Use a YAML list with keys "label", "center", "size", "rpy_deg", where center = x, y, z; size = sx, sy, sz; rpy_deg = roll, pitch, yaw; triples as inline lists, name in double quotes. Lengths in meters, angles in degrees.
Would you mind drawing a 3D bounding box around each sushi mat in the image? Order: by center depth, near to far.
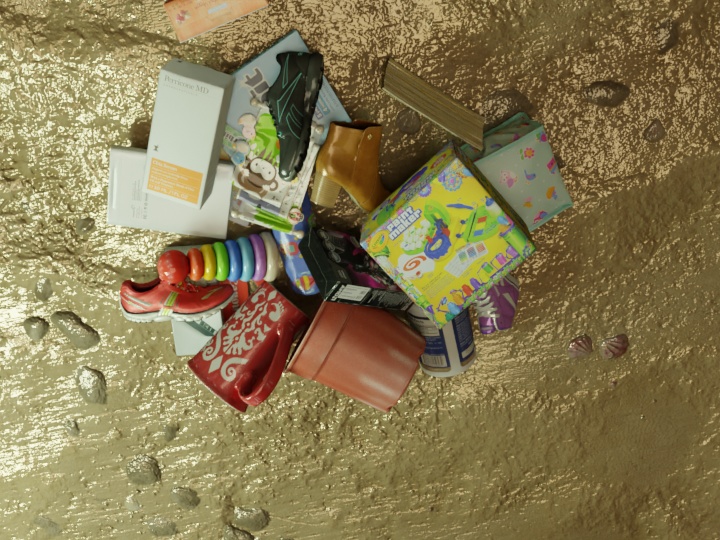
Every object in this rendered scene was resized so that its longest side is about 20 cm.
- label: "sushi mat"
  center: [0.119, -0.269, 1.311]
  size: [0.198, 0.097, 0.012]
  rpy_deg: [28, 134, -18]

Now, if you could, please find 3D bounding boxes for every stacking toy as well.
- label: "stacking toy"
  center: [-0.241, -0.013, 1.366]
  size: [0.197, 0.085, 0.087]
  rpy_deg: [-8, 118, -21]

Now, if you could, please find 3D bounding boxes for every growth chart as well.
- label: "growth chart"
  center: [-0.138, -0.162, 1.296]
  size: [0.142, 0.018, 0.203]
  rpy_deg: [11, 104, -15]

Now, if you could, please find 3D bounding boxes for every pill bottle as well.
- label: "pill bottle"
  center: [0.141, 0.081, 1.471]
  size: [0.109, 0.111, 0.203]
  rpy_deg: [-14, 116, 1]

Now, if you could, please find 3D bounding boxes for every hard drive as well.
- label: "hard drive"
  center: [-0.314, -0.128, 1.344]
  size: [0.197, 0.027, 0.134]
  rpy_deg: [7, 114, -9]

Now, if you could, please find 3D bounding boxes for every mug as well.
- label: "mug"
  center: [-0.175, 0.140, 1.419]
  size: [0.201, 0.177, 0.134]
  rpy_deg: [-50, 155, -5]

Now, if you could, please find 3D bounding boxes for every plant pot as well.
- label: "plant pot"
  center: [-0.002, 0.134, 1.409]
  size: [0.193, 0.201, 0.202]
  rpy_deg: [29, 110, -4]

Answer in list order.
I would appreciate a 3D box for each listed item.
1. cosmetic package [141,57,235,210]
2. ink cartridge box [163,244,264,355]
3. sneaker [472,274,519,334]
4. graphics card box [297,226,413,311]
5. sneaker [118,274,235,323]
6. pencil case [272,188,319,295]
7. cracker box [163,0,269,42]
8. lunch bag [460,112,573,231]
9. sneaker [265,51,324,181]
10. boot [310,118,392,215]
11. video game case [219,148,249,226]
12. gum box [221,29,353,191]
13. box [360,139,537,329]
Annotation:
- label: "cosmetic package"
  center: [-0.264, -0.207, 1.240]
  size: [0.100, 0.072, 0.202]
  rpy_deg: [16, 118, -2]
- label: "ink cartridge box"
  center: [-0.254, 0.052, 1.455]
  size: [0.170, 0.044, 0.203]
  rpy_deg: [-4, 116, -3]
- label: "sneaker"
  center: [0.218, 0.047, 1.424]
  size: [0.072, 0.116, 0.199]
  rpy_deg: [-5, 156, 43]
- label: "graphics card box"
  center: [0.000, 0.000, 1.363]
  size: [0.198, 0.126, 0.051]
  rpy_deg: [9, 132, -42]
- label: "sneaker"
  center: [-0.313, 0.038, 1.379]
  size: [0.196, 0.077, 0.086]
  rpy_deg: [-6, 111, -2]
- label: "pencil case"
  center: [-0.106, -0.058, 1.397]
  size: [0.077, 0.087, 0.203]
  rpy_deg: [-3, 118, 25]
- label: "cracker box"
  center: [-0.198, -0.392, 1.157]
  size: [0.132, 0.201, 0.058]
  rpy_deg: [-21, 116, 4]
- label: "lunch bag"
  center: [0.231, -0.140, 1.370]
  size: [0.198, 0.122, 0.172]
  rpy_deg: [-30, 116, 2]
- label: "sneaker"
  center: [-0.108, -0.237, 1.243]
  size: [0.078, 0.075, 0.203]
  rpy_deg: [11, 85, -2]
- label: "boot"
  center: [0.016, -0.169, 1.331]
  size: [0.199, 0.071, 0.146]
  rpy_deg: [3, 117, -39]
- label: "video game case"
  center: [-0.243, -0.190, 1.349]
  size: [0.198, 0.023, 0.184]
  rpy_deg: [23, 111, -16]
- label: "gum box"
  center: [-0.139, -0.254, 1.298]
  size: [0.199, 0.045, 0.171]
  rpy_deg: [-34, 111, 1]
- label: "box"
  center: [0.135, -0.057, 1.279]
  size: [0.199, 0.122, 0.193]
  rpy_deg: [-40, 105, 17]
